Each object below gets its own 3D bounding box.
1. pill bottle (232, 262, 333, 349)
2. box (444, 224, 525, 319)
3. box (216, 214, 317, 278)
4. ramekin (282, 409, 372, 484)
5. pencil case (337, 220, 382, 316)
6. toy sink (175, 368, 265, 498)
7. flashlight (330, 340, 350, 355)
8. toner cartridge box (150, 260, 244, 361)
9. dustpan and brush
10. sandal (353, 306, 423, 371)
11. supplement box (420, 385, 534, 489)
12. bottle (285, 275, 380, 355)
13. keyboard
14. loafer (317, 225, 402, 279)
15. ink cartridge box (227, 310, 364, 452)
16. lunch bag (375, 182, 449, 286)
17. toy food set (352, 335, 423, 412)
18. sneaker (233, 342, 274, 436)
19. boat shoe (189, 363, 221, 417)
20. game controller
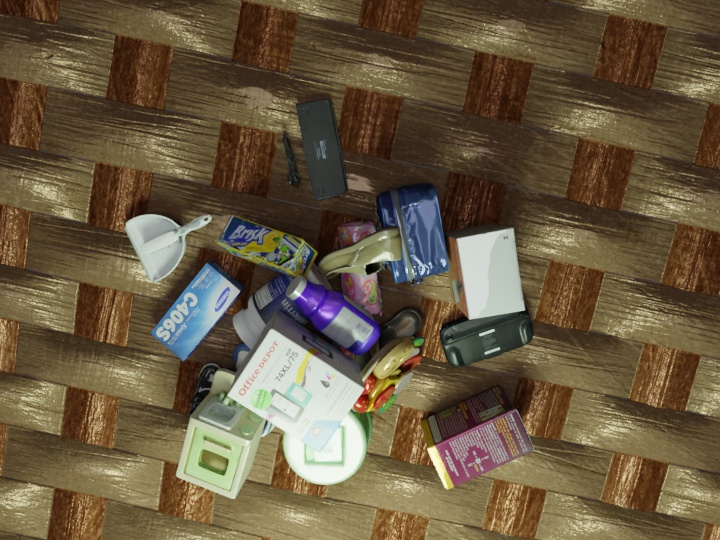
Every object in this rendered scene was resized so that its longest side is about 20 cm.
[{"bbox_3d":[-0.160,0.074,1.073,0.199,0.116,0.116,-37,95,6],"label":"pill bottle"},{"bbox_3d":[0.233,-0.005,1.013,0.105,0.200,0.155,-10,96,2],"label":"box"},{"bbox_3d":[-0.188,-0.046,1.033,0.198,0.064,0.071,20,77,29],"label":"box"},{"bbox_3d":[-0.073,0.353,1.111,0.197,0.098,0.203,0,96,1],"label":"ramekin"},{"bbox_3d":[0.000,0.000,1.078,0.086,0.087,0.203,-5,97,2],"label":"pencil case"},{"bbox_3d":[-0.267,0.321,1.025,0.129,0.112,0.202,20,106,2],"label":"toy sink"},{"bbox_3d":[-0.079,0.179,1.112,0.199,0.068,0.068,-34,122,9],"label":"flashlight"},{"bbox_3d":[-0.350,0.086,1.114,0.095,0.043,0.201,39,96,-5],"label":"toner cartridge box"},{"bbox_3d":[-0.394,-0.072,1.087,0.198,0.057,0.141,-24,95,4],"label":"dustpan and brush"},{"bbox_3d":[0.059,0.161,1.108,0.200,0.055,0.082,-43,94,5],"label":"sandal"},{"bbox_3d":[0.239,0.347,1.090,0.198,0.131,0.104,-26,97,5],"label":"supplement box"},{"bbox_3d":[-0.054,0.084,0.998,0.199,0.065,0.084,37,105,-24],"label":"bottle"},{"bbox_3d":[-0.103,-0.247,1.083,0.125,0.021,0.203,-11,95,-4],"label":"keyboard"},{"bbox_3d":[-0.002,-0.019,0.978,0.199,0.076,0.068,-26,83,38],"label":"loafer"},{"bbox_3d":[-0.118,0.200,0.965,0.199,0.146,0.148,34,94,-9],"label":"ink cartridge box"},{"bbox_3d":[0.096,-0.068,1.041,0.130,0.136,0.203,-11,98,3],"label":"lunch bag"},{"bbox_3d":[0.058,0.213,1.055,0.049,0.197,0.201,38,100,25],"label":"toy food set"},{"bbox_3d":[-0.224,0.255,1.109,0.074,0.088,0.202,-19,95,5],"label":"sneaker"},{"bbox_3d":[-0.337,0.307,1.127,0.073,0.066,0.202,13,97,0],"label":"boat shoe"},{"bbox_3d":[0.272,0.139,1.116,0.198,0.042,0.105,-19,110,4],"label":"game controller"}]
